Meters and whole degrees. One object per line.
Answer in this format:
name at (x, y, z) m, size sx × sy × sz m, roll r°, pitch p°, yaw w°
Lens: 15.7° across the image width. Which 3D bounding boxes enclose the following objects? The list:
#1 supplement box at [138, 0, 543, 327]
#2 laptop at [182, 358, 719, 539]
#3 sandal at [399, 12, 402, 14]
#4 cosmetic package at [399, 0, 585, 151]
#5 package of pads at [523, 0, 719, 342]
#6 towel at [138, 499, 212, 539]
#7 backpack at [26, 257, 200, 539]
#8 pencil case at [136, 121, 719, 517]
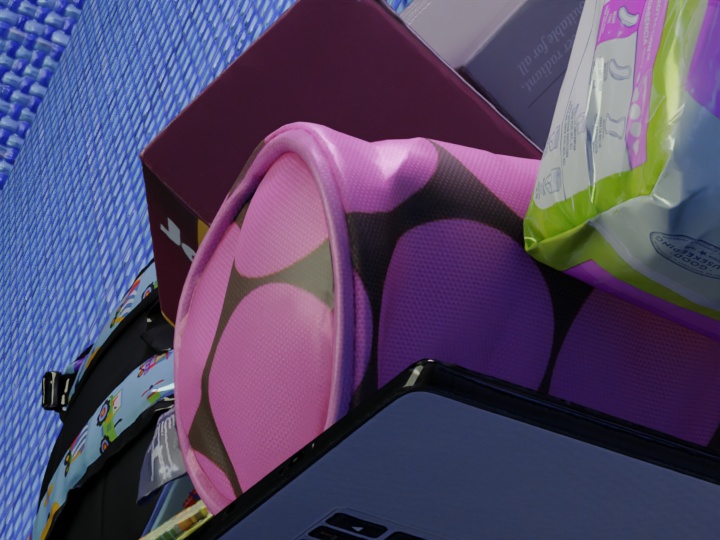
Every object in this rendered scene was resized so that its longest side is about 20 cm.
supplement box at (0.000, 0.000, 0.821) m, size 0.086 × 0.110 × 0.200 m, roll -44°, pitch -9°, yaw -12°
laptop at (0.042, 0.126, 0.483) m, size 0.200 × 0.187 × 0.116 m, roll -41°, pitch 36°, yaw 54°
sandal at (0.031, -0.088, 1.132) m, size 0.080 × 0.057 × 0.201 m, roll -69°, pitch 14°, yaw -7°
cosmetic package at (0.064, -0.063, 0.856) m, size 0.107 × 0.090 × 0.200 m, roll -46°, pitch 7°, yaw -13°
package of pads at (0.127, -0.069, 0.530) m, size 0.068 × 0.154 × 0.200 m, roll -29°, pitch 40°, yaw 65°
towel at (-0.084, 0.137, 0.935) m, size 0.200 × 0.086 × 0.018 m, roll -34°, pitch 51°, yaw 17°
backpack at (-0.050, 0.074, 1.024) m, size 0.200 × 0.135 × 0.183 m, roll 126°, pitch 161°, yaw -45°
pencil case at (0.058, 0.030, 0.565) m, size 0.091 × 0.200 × 0.094 m, roll -42°, pitch 48°, yaw 49°
